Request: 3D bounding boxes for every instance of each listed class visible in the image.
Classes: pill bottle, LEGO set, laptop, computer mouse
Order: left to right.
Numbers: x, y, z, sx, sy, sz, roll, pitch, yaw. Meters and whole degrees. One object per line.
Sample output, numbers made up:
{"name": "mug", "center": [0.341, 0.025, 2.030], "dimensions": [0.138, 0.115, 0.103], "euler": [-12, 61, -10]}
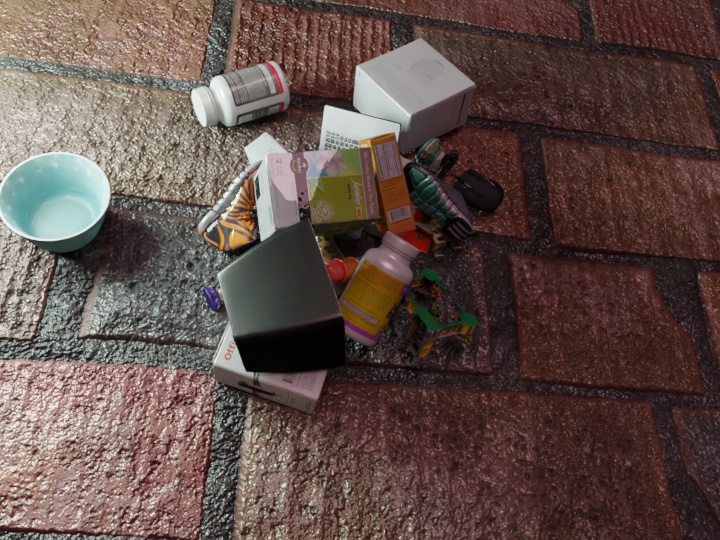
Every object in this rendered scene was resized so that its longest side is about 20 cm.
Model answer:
{"name": "pill bottle", "center": [-0.266, -0.386, 1.576], "dimensions": [0.198, 0.111, 0.111], "euler": [-22, 67, -22]}
{"name": "laptop", "center": [-0.033, -0.226, 1.503], "dimensions": [0.185, 0.203, 0.116], "euler": [18, 24, 21]}
{"name": "pill bottle", "center": [0.030, 0.032, 1.323], "dimensions": [0.103, 0.104, 0.202], "euler": [31, 97, 8]}
{"name": "LEGO set", "center": [0.122, 0.099, 1.396], "dimensions": [0.153, 0.117, 0.200], "euler": [-16, 50, -40]}
{"name": "computer mouse", "center": [0.224, -0.156, 1.547], "dimensions": [0.199, 0.141, 0.046], "euler": [30, 18, -33]}

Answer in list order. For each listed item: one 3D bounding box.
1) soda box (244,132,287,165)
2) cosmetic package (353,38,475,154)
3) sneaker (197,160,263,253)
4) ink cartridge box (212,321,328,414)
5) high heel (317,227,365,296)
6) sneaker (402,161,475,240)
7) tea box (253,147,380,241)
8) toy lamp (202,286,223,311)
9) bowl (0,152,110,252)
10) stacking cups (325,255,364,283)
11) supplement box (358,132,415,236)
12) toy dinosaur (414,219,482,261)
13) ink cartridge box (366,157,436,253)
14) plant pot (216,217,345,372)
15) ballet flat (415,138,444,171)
{"name": "soda box", "center": [-0.157, -0.199, 1.491], "dimensions": [0.063, 0.068, 0.200], "euler": [-39, 63, -14]}
{"name": "cosmetic package", "center": [0.120, -0.405, 1.644], "dimensions": [0.199, 0.124, 0.200], "euler": [-28, 61, -25]}
{"name": "sneaker", "center": [-0.228, -0.120, 1.443], "dimensions": [0.112, 0.078, 0.201], "euler": [39, 90, 3]}
{"name": "ink cartridge box", "center": [-0.155, 0.156, 1.307], "dimensions": [0.197, 0.084, 0.146], "euler": [19, 58, -1]}
{"name": "high heel", "center": [-0.087, -0.021, 1.446], "dimensions": [0.141, 0.072, 0.202], "euler": [15, 67, 20]}
{"name": "sneaker", "center": [0.163, -0.156, 1.480], "dimensions": [0.200, 0.074, 0.088], "euler": [47, 40, -16]}
{"name": "tea box", "center": [-0.086, -0.137, 1.318], "dimensions": [0.194, 0.200, 0.136], "euler": [-8, 88, -15]}
{"name": "toy lamp", "center": [-0.208, 0.017, 1.394], "dimensions": [0.198, 0.058, 0.059], "euler": [-26, 68, -20]}
{"name": "bowl", "center": [-0.578, -0.115, 1.366], "dimensions": [0.198, 0.105, 0.203], "euler": [5, 60, -9]}
{"name": "stacking cups", "center": [0.000, 0.000, 1.388], "dimensions": [0.199, 0.061, 0.061], "euler": [-8, 58, -49]}
{"name": "supplement box", "center": [0.053, -0.172, 1.437], "dimensions": [0.068, 0.066, 0.203], "euler": [-16, 101, -21]}
{"name": "toy dinosaur", "center": [0.168, -0.078, 1.527], "dimensions": [0.197, 0.058, 0.102], "euler": [11, 46, -17]}
{"name": "ink cartridge box", "center": [0.094, -0.152, 1.555], "dimensions": [0.171, 0.044, 0.202], "euler": [20, 59, 2]}
{"name": "plant pot", "center": [-0.137, 0.065, 1.212], "dimensions": [0.175, 0.201, 0.201], "euler": [-16, 63, -8]}
{"name": "ballet flat", "center": [0.161, -0.248, 1.552], "dimensions": [0.073, 0.200, 0.075], "euler": [1, 102, 7]}
